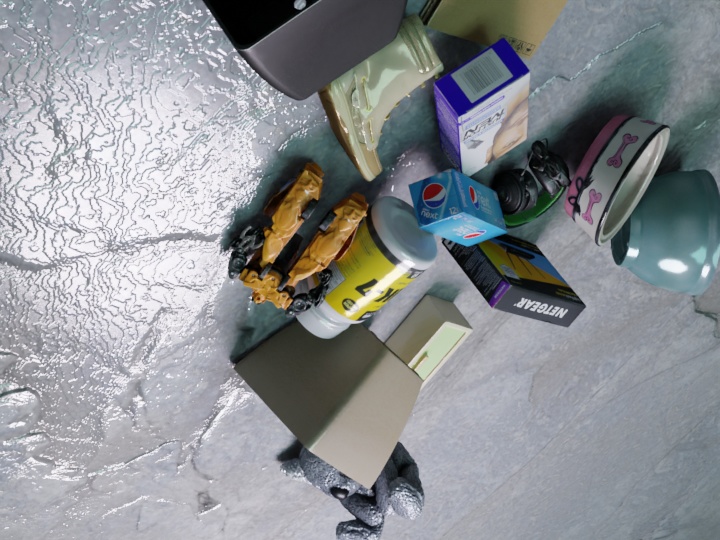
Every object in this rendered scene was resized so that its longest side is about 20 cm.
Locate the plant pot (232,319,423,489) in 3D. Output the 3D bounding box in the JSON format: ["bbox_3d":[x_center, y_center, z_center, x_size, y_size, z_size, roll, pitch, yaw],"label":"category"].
[{"bbox_3d":[-0.028,0.167,1.745,0.177,0.200,0.200,-48,142,-2],"label":"plant pot"}]

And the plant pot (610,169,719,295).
[{"bbox_3d":[0.477,-0.063,1.896,0.133,0.201,0.201,2,135,-4],"label":"plant pot"}]

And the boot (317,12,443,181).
[{"bbox_3d":[0.035,-0.213,1.478,0.155,0.073,0.201,-32,140,-7],"label":"boot"}]

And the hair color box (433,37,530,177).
[{"bbox_3d":[0.158,-0.204,1.538,0.109,0.065,0.200,-33,163,-4],"label":"hair color box"}]

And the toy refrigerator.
[{"bbox_3d":[0.082,0.140,1.886,0.076,0.070,0.200,19,118,-47],"label":"toy refrigerator"}]

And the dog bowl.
[{"bbox_3d":[0.374,-0.141,1.758,0.200,0.074,0.201,-48,160,-25],"label":"dog bowl"}]

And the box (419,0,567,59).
[{"bbox_3d":[0.186,-0.354,1.481,0.199,0.021,0.164,7,126,-41],"label":"box"}]

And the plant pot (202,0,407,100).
[{"bbox_3d":[-0.064,-0.298,1.226,0.199,0.201,0.178,-34,156,-3],"label":"plant pot"}]

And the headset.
[{"bbox_3d":[0.256,-0.119,1.725,0.123,0.094,0.200,-28,153,-11],"label":"headset"}]

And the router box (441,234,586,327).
[{"bbox_3d":[0.233,0.006,1.795,0.199,0.150,0.051,14,122,-45],"label":"router box"}]

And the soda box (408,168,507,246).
[{"bbox_3d":[0.137,-0.084,1.635,0.067,0.065,0.200,-19,166,21],"label":"soda box"}]

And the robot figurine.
[{"bbox_3d":[-0.083,-0.035,1.550,0.145,0.058,0.200,34,115,-9],"label":"robot figurine"}]

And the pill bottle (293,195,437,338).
[{"bbox_3d":[0.000,0.000,1.617,0.114,0.115,0.200,13,136,-44],"label":"pill bottle"}]

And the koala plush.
[{"bbox_3d":[-0.022,0.331,1.966,0.199,0.185,0.177,30,123,-28],"label":"koala plush"}]
